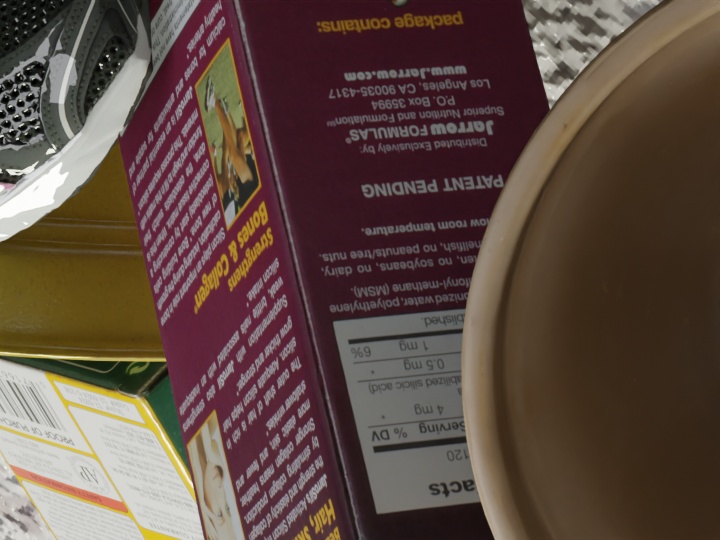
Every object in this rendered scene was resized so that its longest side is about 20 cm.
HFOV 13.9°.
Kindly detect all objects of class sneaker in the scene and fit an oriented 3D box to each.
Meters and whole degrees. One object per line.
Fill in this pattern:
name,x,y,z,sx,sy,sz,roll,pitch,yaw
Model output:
sneaker,-0.145,-0.044,0.811,0.200,0.081,0.086,-32,142,26

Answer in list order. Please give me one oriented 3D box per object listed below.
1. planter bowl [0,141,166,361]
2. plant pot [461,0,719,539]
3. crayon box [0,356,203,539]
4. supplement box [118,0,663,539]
planter bowl,-0.107,-0.028,0.944,0.200,0.200,0.084,13,99,44
plant pot,0.127,0.016,0.695,0.200,0.093,0.202,2,103,9
crayon box,-0.064,0.091,1.093,0.126,0.052,0.200,13,139,45
supplement box,0.000,0.000,0.790,0.110,0.085,0.201,129,131,-60
